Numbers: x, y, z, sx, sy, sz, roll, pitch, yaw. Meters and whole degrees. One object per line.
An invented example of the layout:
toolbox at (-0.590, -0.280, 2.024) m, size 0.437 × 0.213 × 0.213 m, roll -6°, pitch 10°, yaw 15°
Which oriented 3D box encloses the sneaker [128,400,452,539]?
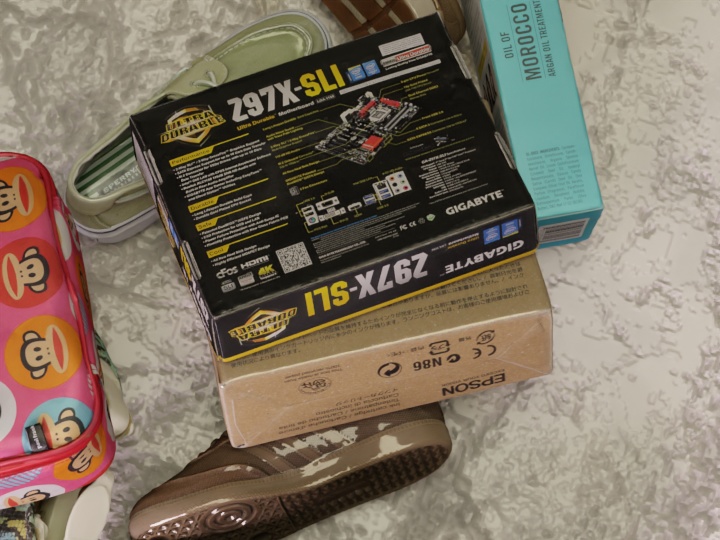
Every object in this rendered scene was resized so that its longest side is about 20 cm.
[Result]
sneaker at (-0.048, 0.111, 1.726) m, size 0.199 × 0.071 × 0.076 m, roll -16°, pitch 59°, yaw -8°

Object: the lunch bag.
lunch bag at (-0.239, 0.043, 1.655) m, size 0.175 × 0.082 × 0.201 m, roll -15°, pitch 65°, yaw 0°

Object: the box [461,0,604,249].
box at (0.100, -0.119, 1.763) m, size 0.049 × 0.082 × 0.201 m, roll -10°, pitch 78°, yaw -5°

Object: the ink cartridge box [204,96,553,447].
ink cartridge box at (0.000, 0.000, 1.711) m, size 0.198 × 0.075 × 0.166 m, roll -13°, pitch 54°, yaw -3°

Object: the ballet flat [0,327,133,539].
ballet flat at (-0.165, 0.110, 1.691) m, size 0.074 × 0.074 × 0.201 m, roll 8°, pitch 62°, yaw 1°

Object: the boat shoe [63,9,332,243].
boat shoe at (-0.096, -0.089, 1.762) m, size 0.200 × 0.062 × 0.072 m, roll -41°, pitch 81°, yaw -10°

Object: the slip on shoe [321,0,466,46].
slip on shoe at (-0.008, -0.210, 1.796) m, size 0.060 × 0.076 × 0.200 m, roll -21°, pitch 65°, yaw -46°

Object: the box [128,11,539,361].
box at (-0.016, -0.051, 1.674) m, size 0.199 × 0.049 × 0.160 m, roll -20°, pitch 53°, yaw -8°
